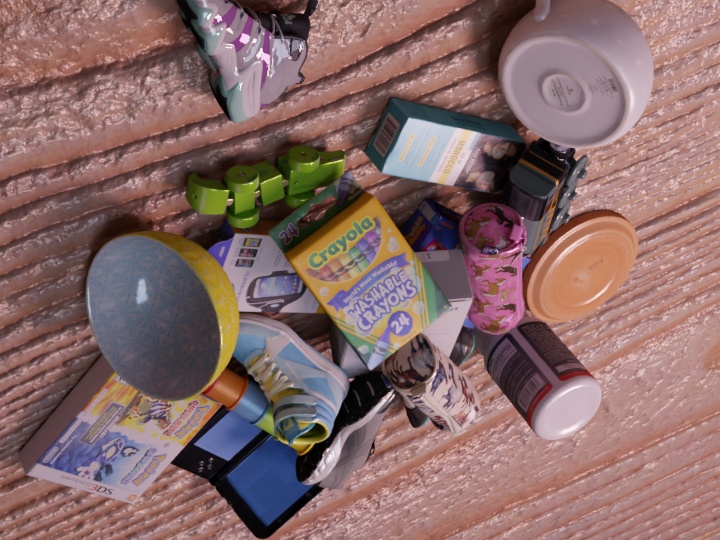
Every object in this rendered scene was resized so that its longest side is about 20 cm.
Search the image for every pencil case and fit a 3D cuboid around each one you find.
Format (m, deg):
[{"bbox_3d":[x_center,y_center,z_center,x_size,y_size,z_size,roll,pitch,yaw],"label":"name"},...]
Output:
[{"bbox_3d":[0.095,0.153,1.501,0.077,0.090,0.200,-11,152,20],"label":"pencil case"},{"bbox_3d":[0.174,0.001,1.504,0.082,0.087,0.200,-18,144,-6],"label":"pencil case"}]

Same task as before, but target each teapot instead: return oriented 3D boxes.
[{"bbox_3d":[0.269,-0.259,1.379,0.146,0.197,0.200,-56,172,-34],"label":"teapot"}]

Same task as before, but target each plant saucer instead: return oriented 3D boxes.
[{"bbox_3d":[0.336,0.001,1.729,0.200,0.032,0.201,-18,134,-20],"label":"plant saucer"}]

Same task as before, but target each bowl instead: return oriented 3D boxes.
[{"bbox_3d":[-0.209,0.041,1.327,0.108,0.200,0.201,-28,147,-54],"label":"bowl"}]

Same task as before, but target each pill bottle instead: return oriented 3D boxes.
[{"bbox_3d":[0.251,0.141,1.672,0.115,0.200,0.116,-17,134,-19],"label":"pill bottle"}]

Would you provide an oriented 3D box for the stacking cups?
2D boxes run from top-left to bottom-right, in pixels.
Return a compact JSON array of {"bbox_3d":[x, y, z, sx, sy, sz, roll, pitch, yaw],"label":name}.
[{"bbox_3d":[-0.148,0.173,1.510,0.200,0.061,0.061,31,109,-17],"label":"stacking cups"}]

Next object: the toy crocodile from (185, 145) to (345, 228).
[{"bbox_3d":[-0.106,-0.105,1.339,0.199,0.062,0.068,-19,136,-24],"label":"toy crocodile"}]

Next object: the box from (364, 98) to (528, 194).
[{"bbox_3d":[0.109,-0.153,1.435,0.199,0.049,0.082,6,123,-36],"label":"box"}]

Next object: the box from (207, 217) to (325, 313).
[{"bbox_3d":[-0.113,-0.005,1.432,0.199,0.042,0.119,4,124,-32],"label":"box"}]

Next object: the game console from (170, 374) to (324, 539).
[{"bbox_3d":[-0.134,0.252,1.580,0.200,0.119,0.172,-42,143,6],"label":"game console"}]

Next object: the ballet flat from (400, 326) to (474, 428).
[{"bbox_3d":[0.095,0.151,1.682,0.068,0.068,0.200,12,126,-22],"label":"ballet flat"}]

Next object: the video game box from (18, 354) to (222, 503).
[{"bbox_3d":[-0.309,0.205,1.486,0.200,0.047,0.182,-48,138,13],"label":"video game box"}]

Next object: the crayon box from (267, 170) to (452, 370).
[{"bbox_3d":[0.000,0.000,1.349,0.126,0.052,0.200,-37,104,-4],"label":"crayon box"}]

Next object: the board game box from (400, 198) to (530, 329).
[{"bbox_3d":[0.124,-0.005,1.577,0.200,0.045,0.135,22,113,-43],"label":"board game box"}]

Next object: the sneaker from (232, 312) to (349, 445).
[{"bbox_3d":[-0.105,0.145,1.459,0.200,0.131,0.080,32,129,-17],"label":"sneaker"}]

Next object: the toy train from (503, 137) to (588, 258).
[{"bbox_3d":[0.230,-0.094,1.500,0.114,0.085,0.200,-48,162,-25],"label":"toy train"}]

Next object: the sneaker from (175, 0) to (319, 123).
[{"bbox_3d":[-0.106,-0.259,1.193,0.140,0.078,0.200,-29,146,-10],"label":"sneaker"}]

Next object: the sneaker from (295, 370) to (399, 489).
[{"bbox_3d":[-0.006,0.216,1.548,0.079,0.074,0.200,27,112,-29],"label":"sneaker"}]

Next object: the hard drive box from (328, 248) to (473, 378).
[{"bbox_3d":[0.048,0.061,1.496,0.155,0.077,0.200,-4,150,-12],"label":"hard drive box"}]
